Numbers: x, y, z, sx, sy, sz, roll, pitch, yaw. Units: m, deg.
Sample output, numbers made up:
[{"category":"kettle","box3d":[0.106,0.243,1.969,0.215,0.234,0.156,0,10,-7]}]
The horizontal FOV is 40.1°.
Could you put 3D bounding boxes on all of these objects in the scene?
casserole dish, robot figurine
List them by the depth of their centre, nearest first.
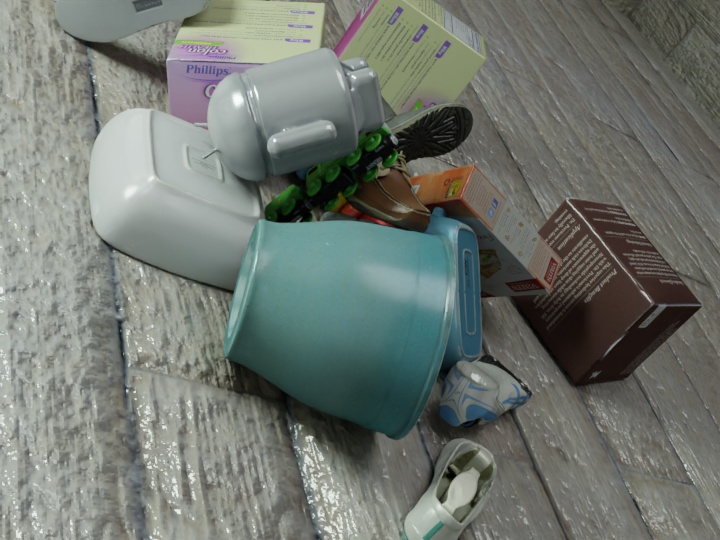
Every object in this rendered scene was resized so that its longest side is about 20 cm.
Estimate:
[{"category":"robot figurine","box3d":[-0.076,-0.162,1.034,0.196,0.115,0.170,-16,27,-6]},{"category":"casserole dish","box3d":[0.111,0.026,1.152,0.121,0.038,0.205,9,77,-67]}]

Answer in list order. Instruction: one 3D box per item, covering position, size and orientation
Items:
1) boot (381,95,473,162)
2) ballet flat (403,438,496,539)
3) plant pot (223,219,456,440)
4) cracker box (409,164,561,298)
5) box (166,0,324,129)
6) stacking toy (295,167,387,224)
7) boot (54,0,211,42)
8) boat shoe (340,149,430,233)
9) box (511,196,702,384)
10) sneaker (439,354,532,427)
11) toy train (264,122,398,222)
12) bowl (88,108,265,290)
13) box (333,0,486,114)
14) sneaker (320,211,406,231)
[{"category":"boot","box3d":[0.033,-0.217,1.331,0.178,0.074,0.201,-17,36,-15]},{"category":"ballet flat","box3d":[0.103,0.213,0.980,0.069,0.070,0.200,42,29,5]},{"category":"plant pot","box3d":[-0.029,0.042,0.948,0.184,0.203,0.202,14,35,-11]},{"category":"cracker box","box3d":[0.147,-0.044,1.261,0.199,0.133,0.058,41,62,-30]},{"category":"box","box3d":[-0.133,-0.251,1.212,0.172,0.098,0.202,2,34,-1]},{"category":"stacking toy","box3d":[-0.026,-0.106,1.263,0.201,0.085,0.085,54,31,10]},{"category":"boot","box3d":[-0.267,-0.335,1.206,0.195,0.075,0.096,-6,29,7]},{"category":"boat shoe","box3d":[0.017,-0.110,1.136,0.075,0.075,0.200,13,19,-38]},{"category":"box","box3d":[0.338,0.028,1.404,0.162,0.167,0.202,2,46,-49]},{"category":"sneaker","box3d":[0.141,0.142,1.133,0.072,0.073,0.199,40,12,25]},{"category":"toy train","box3d":[-0.035,-0.101,1.109,0.042,0.198,0.057,38,31,-31]},{"category":"bowl","box3d":[-0.184,-0.088,1.047,0.197,0.075,0.202,20,34,-29]},{"category":"box","box3d":[0.074,-0.345,1.591,0.198,0.177,0.097,30,30,-15]},{"category":"sneaker","box3d":[0.000,0.000,1.141,0.074,0.116,0.199,15,2,-34]}]
